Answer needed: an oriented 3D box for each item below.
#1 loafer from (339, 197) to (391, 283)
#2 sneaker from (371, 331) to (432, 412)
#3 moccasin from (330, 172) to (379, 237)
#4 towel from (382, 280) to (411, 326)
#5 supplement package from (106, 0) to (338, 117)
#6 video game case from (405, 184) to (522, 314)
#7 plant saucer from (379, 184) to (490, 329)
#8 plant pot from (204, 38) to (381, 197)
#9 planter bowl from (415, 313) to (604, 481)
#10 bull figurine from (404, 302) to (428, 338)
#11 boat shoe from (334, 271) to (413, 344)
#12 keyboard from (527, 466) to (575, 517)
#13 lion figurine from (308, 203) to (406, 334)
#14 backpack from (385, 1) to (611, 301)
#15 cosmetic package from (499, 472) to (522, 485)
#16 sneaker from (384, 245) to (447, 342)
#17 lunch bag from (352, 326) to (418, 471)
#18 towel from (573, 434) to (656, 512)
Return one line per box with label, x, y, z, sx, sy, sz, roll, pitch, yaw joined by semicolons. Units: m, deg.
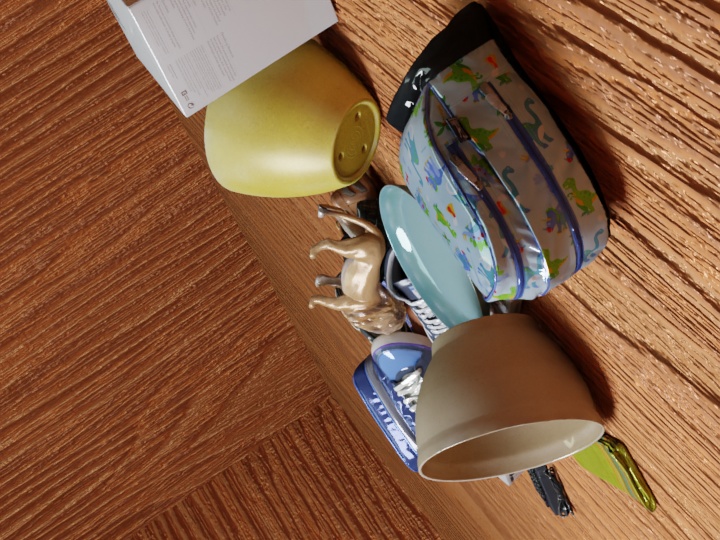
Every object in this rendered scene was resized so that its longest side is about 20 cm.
loafer;0.005;-0.026;1.705;0.201;0.070;0.069;109;170;-51
sneaker;0.095;0.181;1.691;0.199;0.080;0.148;32;-139;-28
moccasin;-0.001;-0.064;1.765;0.074;0.077;0.202;54;176;18
towel;0.040;0.034;1.933;0.144;0.024;0.200;34;168;9
supplement package;-0.159;-0.303;1.374;0.151;0.199;0.152;49;169;43
video game case;0.115;-0.020;1.466;0.201;0.024;0.182;54;171;17
plant saucer;0.087;-0.012;1.436;0.201;0.027;0.201;54;165;22
plant pot;-0.061;-0.167;1.470;0.141;0.201;0.201;20;153;28
planter bowl;0.145;0.128;1.364;0.201;0.198;0.136;77;-178;-67
bull figurine;0.090;0.049;1.732;0.122;0.065;0.201;51;169;55
boat shoe;0.018;0.054;1.804;0.200;0.075;0.060;45;173;41
keyboard;0.250;0.280;1.823;0.127;0.021;0.201;47;167;52
lion figurine;0.000;0.000;1.627;0.201;0.121;0.073;90;-168;-46
backpack;0.105;-0.076;0.996;0.200;0.154;0.163;43;164;3
cosmetic package;0.183;0.185;1.626;0.051;0.082;0.201;36;161;37
sneaker;0.092;0.044;1.584;0.201;0.070;0.108;60;-168;-1
lunch bag;0.088;0.190;1.875;0.201;0.132;0.136;58;-153;1
towel;0.271;0.214;1.470;0.087;0.018;0.200;59;172;-11
